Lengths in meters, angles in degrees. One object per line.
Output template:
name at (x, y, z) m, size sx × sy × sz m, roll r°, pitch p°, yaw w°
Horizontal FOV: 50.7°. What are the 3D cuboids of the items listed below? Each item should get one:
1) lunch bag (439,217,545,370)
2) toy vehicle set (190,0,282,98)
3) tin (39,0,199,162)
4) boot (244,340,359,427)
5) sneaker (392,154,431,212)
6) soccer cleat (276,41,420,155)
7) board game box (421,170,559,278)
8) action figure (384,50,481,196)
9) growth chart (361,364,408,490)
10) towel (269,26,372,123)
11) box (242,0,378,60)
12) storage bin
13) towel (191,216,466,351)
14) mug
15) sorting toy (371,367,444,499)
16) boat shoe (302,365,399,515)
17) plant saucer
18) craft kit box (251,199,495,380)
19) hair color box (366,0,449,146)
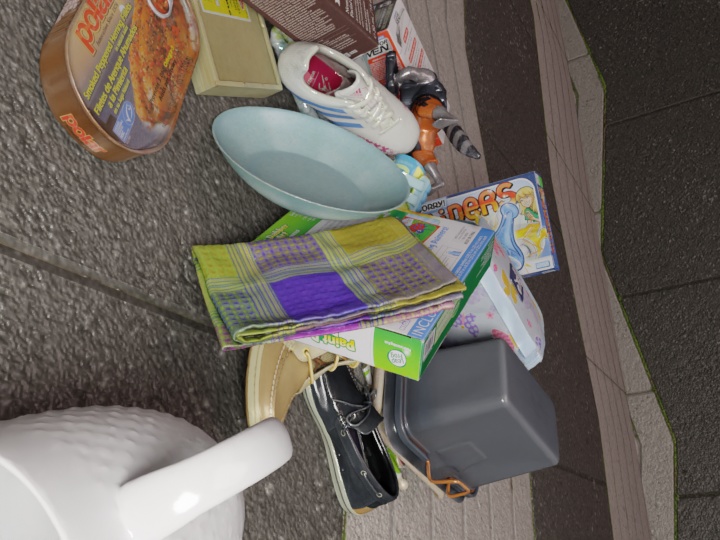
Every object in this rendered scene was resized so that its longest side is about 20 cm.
lunch bag at (0.138, 0.031, 0.935) m, size 0.171 × 0.127 × 0.200 m, roll 56°, pitch -11°, yaw -12°
toy vehicle set at (-0.143, -0.273, 0.748) m, size 0.124 × 0.026 × 0.203 m, roll -21°, pitch 96°, yaw -64°
tin at (-0.186, -0.175, 0.602) m, size 0.112 × 0.041 × 0.202 m, roll 55°, pitch 33°, yaw -45°
boot at (-0.013, 0.073, 0.687) m, size 0.201 × 0.153 × 0.073 m, roll -74°, pitch 169°, yaw -50°
sneaker at (0.020, -0.065, 0.855) m, size 0.132 × 0.079 × 0.200 m, roll -68°, pitch 171°, yaw 18°
soccer cleat at (-0.002, -0.182, 0.834) m, size 0.199 × 0.086 × 0.071 m, roll 25°, pitch 86°, yaw -30°
board game box at (0.166, -0.045, 1.065) m, size 0.034 × 0.198 × 0.137 m, roll 12°, pitch 66°, yaw -61°
action figure at (0.091, -0.189, 1.028) m, size 0.201 × 0.103 × 0.195 m, roll 80°, pitch 0°, yaw -47°
growth chart at (0.036, 0.139, 0.919) m, size 0.146 × 0.018 × 0.201 m, roll 61°, pitch 28°, yaw -30°
towel at (-0.027, -0.224, 0.937) m, size 0.202 × 0.048 × 0.172 m, roll 66°, pitch 27°, yaw -20°
box at (-0.064, -0.308, 0.796) m, size 0.199 × 0.074 × 0.101 m, roll 21°, pitch 57°, yaw -52°
storage bin at (0.131, 0.168, 0.846) m, size 0.200 × 0.133 × 0.147 m, roll 47°, pitch 36°, yaw -39°
towel at (-0.029, 0.002, 0.622) m, size 0.144 × 0.197 × 0.023 m, roll -125°, pitch -149°, yaw -52°
mug at (-0.122, 0.133, 0.395) m, size 0.149 × 0.199 × 0.175 m, roll 61°, pitch 18°, yaw 10°
sorting toy at (0.070, 0.149, 0.919) m, size 0.201 × 0.036 × 0.187 m, roll 54°, pitch 31°, yaw -39°
boat shoe at (-0.009, 0.148, 0.772) m, size 0.074 × 0.062 × 0.203 m, roll -21°, pitch 95°, yaw -62°
plant saucer at (-0.050, -0.096, 0.736) m, size 0.201 × 0.199 × 0.039 m, roll -46°, pitch 162°, yaw -60°
craft kit box at (0.000, 0.000, 0.688) m, size 0.200 × 0.195 × 0.049 m, roll -46°, pitch 148°, yaw -51°
hair color box at (0.066, -0.291, 1.142) m, size 0.201 × 0.063 × 0.112 m, roll 59°, pitch 30°, yaw -34°
